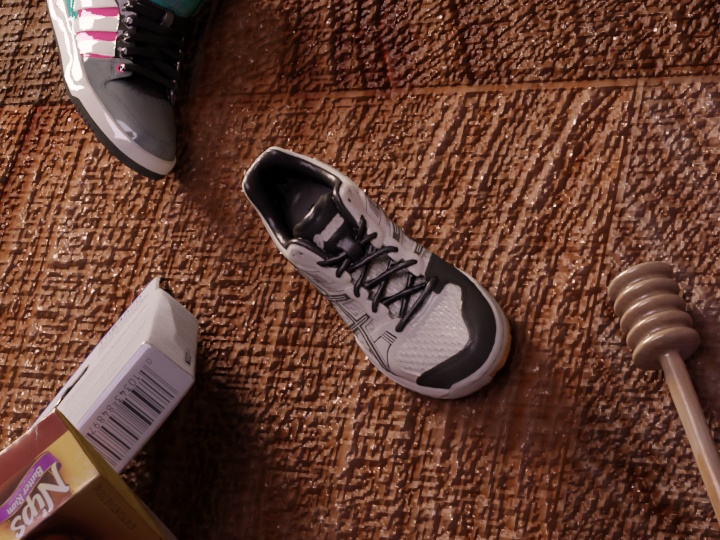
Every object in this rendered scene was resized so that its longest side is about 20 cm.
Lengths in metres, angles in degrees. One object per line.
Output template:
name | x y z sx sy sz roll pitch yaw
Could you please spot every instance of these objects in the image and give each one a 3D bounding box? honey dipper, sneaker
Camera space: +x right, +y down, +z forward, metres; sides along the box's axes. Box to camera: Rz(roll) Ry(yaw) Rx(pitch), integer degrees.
honey dipper | 0.173 0.089 0.949 0.038 0.038 0.202 -28 60 20
sneaker | -0.135 -0.164 1.246 0.121 0.083 0.201 -42 50 22
sneaker | 0.000 0.000 1.071 0.076 0.088 0.200 -52 52 0

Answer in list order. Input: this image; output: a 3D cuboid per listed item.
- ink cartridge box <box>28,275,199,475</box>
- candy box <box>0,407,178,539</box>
ink cartridge box | -0.170 0.105 1.125 0.200 0.040 0.200 -50 10 6
candy box | -0.157 0.169 1.011 0.116 0.200 0.057 -38 54 -7
